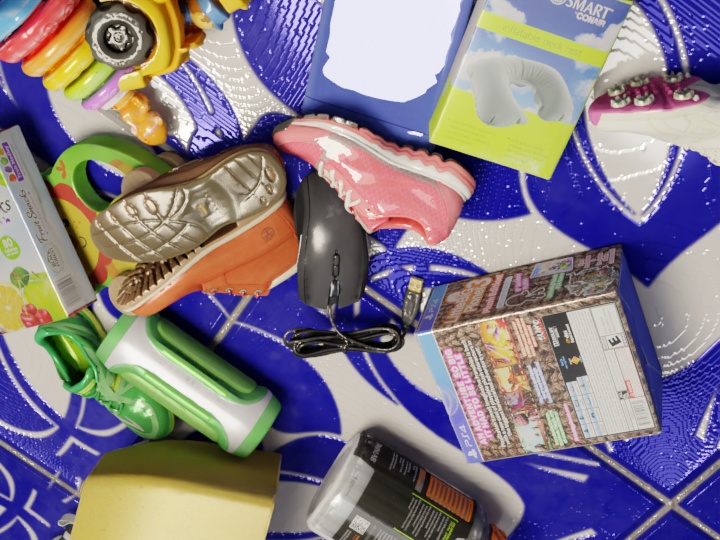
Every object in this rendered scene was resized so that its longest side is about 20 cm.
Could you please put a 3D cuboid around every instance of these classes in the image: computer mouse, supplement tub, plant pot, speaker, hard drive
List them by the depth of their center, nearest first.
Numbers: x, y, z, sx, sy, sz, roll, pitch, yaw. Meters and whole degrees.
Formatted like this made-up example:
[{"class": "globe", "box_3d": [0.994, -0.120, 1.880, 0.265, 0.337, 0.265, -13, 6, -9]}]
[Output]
[{"class": "hard drive", "box_3d": [0.028, -0.217, 1.012, 0.131, 0.025, 0.201, 18, 121, 6]}, {"class": "computer mouse", "box_3d": [0.000, 0.000, 1.111, 0.140, 0.046, 0.201, 2, 106, -12]}, {"class": "plant pot", "box_3d": [-0.208, 0.289, 1.207, 0.199, 0.194, 0.196, 15, 94, -3]}, {"class": "supplement tub", "box_3d": [0.051, 0.277, 1.220, 0.200, 0.123, 0.123, 33, 122, -2]}, {"class": "speaker", "box_3d": [-0.187, 0.120, 1.224, 0.200, 0.089, 0.089, 36, 121, -5]}]

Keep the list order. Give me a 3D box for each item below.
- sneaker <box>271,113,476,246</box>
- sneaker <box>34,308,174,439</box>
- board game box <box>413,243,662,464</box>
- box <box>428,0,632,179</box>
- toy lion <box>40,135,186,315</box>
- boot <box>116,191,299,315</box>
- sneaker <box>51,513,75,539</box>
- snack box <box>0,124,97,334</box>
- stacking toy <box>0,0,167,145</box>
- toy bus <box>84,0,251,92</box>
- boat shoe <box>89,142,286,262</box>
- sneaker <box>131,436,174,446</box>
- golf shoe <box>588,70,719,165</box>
[{"class": "sneaker", "box_3d": [0.004, -0.083, 1.043, 0.199, 0.074, 0.087, 19, 81, 5]}, {"class": "sneaker", "box_3d": [-0.295, 0.125, 1.258, 0.074, 0.084, 0.200, -35, 105, 29]}, {"class": "board game box", "box_3d": [0.178, 0.084, 1.092, 0.199, 0.097, 0.160, -13, 114, 22]}, {"class": "box", "box_3d": [0.148, -0.188, 0.970, 0.121, 0.048, 0.201, 16, 122, -7]}, {"class": "toy lion", "box_3d": [-0.287, -0.053, 1.178, 0.191, 0.069, 0.201, 23, 122, 12]}, {"class": "boot", "box_3d": [-0.142, 0.002, 1.115, 0.200, 0.075, 0.107, -33, 121, -7]}, {"class": "sneaker", "box_3d": [-0.353, 0.393, 1.426, 0.129, 0.080, 0.200, 14, 121, 10]}, {"class": "snack box", "box_3d": [-0.378, -0.037, 1.173, 0.142, 0.053, 0.201, -13, 105, 34]}, {"class": "stacking toy", "box_3d": [-0.258, -0.195, 1.072, 0.200, 0.110, 0.116, 44, 143, -24]}, {"class": "toy bus", "box_3d": [-0.153, -0.276, 0.984, 0.191, 0.136, 0.201, -8, 118, 2]}, {"class": "boat shoe", "box_3d": [-0.162, -0.067, 1.067, 0.199, 0.068, 0.072, -22, 113, 9]}, {"class": "sneaker", "box_3d": [-0.224, 0.290, 1.344, 0.080, 0.070, 0.201, -20, 103, 30]}, {"class": "golf shoe", "box_3d": [0.298, -0.124, 0.959, 0.199, 0.075, 0.092, -2, 121, 18]}]
